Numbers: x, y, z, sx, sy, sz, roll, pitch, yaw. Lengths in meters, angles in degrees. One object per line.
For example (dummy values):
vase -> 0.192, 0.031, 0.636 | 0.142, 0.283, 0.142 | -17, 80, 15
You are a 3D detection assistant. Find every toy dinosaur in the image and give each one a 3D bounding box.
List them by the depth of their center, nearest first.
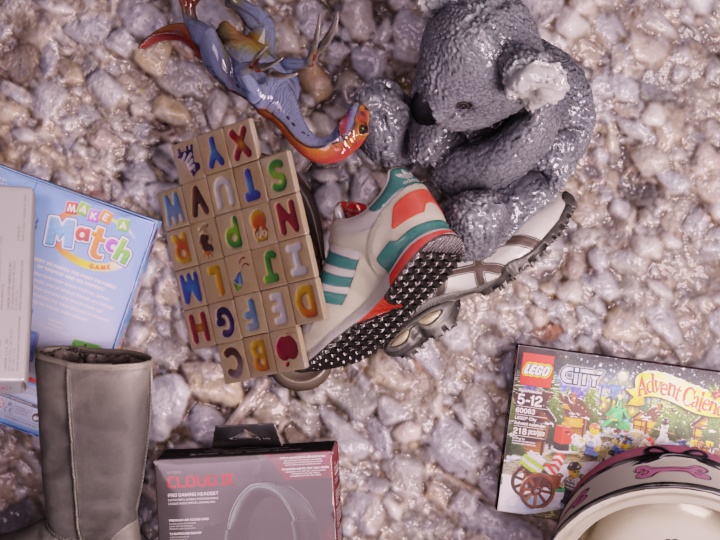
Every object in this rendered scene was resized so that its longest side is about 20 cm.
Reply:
toy dinosaur -> -0.070, -0.156, 1.404 | 0.104, 0.200, 0.183 | -23, 84, -30

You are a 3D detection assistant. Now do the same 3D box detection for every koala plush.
koala plush -> 0.095, -0.146, 1.349 | 0.183, 0.201, 0.178 | -34, 63, -10

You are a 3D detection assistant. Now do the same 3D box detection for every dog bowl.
dog bowl -> 0.241, 0.223, 1.389 | 0.197, 0.074, 0.202 | 4, 124, 6

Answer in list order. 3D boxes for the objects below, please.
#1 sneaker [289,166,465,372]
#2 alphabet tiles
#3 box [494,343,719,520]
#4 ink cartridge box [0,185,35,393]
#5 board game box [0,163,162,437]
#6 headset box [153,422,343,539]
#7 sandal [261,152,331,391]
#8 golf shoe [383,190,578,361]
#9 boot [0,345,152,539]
sneaker -> 0.000, 0.000, 1.388 | 0.200, 0.070, 0.094 | -47, 59, 39
alphabet tiles -> -0.098, -0.013, 1.419 | 0.165, 0.006, 0.202 | -13, 90, 44
box -> 0.216, 0.141, 1.446 | 0.197, 0.038, 0.138 | 7, 91, 2
ink cartridge box -> -0.356, 0.009, 1.379 | 0.197, 0.057, 0.165 | 2, 71, -9
board game box -> -0.267, 0.030, 1.464 | 0.150, 0.037, 0.202 | 19, 92, 2
headset box -> -0.087, 0.225, 1.439 | 0.147, 0.077, 0.203 | -2, 92, 2
sandal -> -0.067, 0.001, 1.448 | 0.081, 0.055, 0.203 | -10, 90, 2
golf shoe -> 0.083, -0.017, 1.432 | 0.199, 0.078, 0.095 | -36, 89, 1
boot -> -0.248, 0.161, 1.419 | 0.179, 0.073, 0.202 | -3, 111, 2
